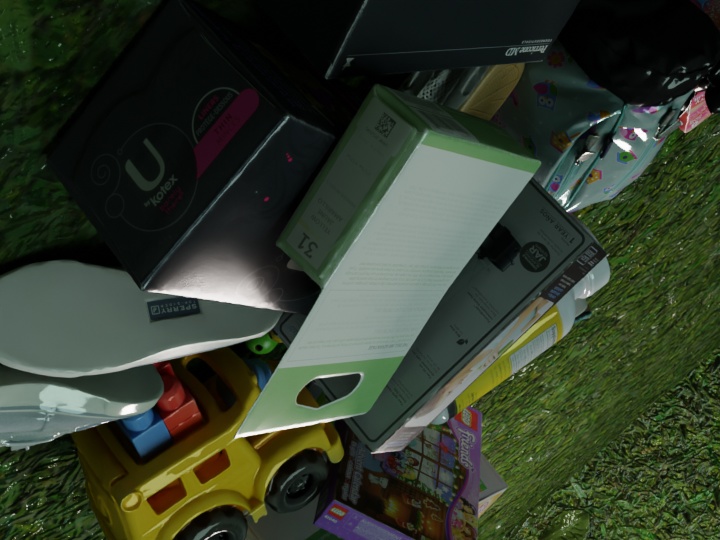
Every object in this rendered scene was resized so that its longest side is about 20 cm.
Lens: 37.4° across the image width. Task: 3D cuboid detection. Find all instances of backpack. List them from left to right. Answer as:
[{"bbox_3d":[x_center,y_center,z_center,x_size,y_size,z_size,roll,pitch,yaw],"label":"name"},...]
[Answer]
[{"bbox_3d":[0.155,-0.130,0.771,0.126,0.167,0.200,-10,151,-20],"label":"backpack"}]

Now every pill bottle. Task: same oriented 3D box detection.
[{"bbox_3d":[0.110,0.033,0.907,0.200,0.112,0.112,-34,157,-12],"label":"pill bottle"}]

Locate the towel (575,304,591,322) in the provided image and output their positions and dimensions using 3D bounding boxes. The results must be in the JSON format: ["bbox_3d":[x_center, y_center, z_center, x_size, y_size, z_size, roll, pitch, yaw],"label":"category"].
[{"bbox_3d":[0.132,0.080,1.138,0.146,0.022,0.200,-23,-177,-34],"label":"towel"}]

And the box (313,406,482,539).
[{"bbox_3d":[0.040,0.172,0.950,0.039,0.137,0.200,-55,-167,32],"label":"box"}]

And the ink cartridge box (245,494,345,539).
[{"bbox_3d":[-0.086,0.228,0.977,0.083,0.200,0.147,-30,156,-28],"label":"ink cartridge box"}]

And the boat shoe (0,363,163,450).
[{"bbox_3d":[-0.218,0.078,0.676,0.072,0.070,0.201,-48,149,23],"label":"boat shoe"}]

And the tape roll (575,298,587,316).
[{"bbox_3d":[0.127,0.053,1.066,0.202,0.037,0.203,-22,-179,1],"label":"tape roll"}]

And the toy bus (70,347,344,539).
[{"bbox_3d":[-0.127,0.117,0.830,0.200,0.136,0.192,-31,139,-21],"label":"toy bus"}]

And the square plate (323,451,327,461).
[{"bbox_3d":[-0.036,0.223,1.041,0.028,0.198,0.200,-27,154,-28],"label":"square plate"}]

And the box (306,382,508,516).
[{"bbox_3d":[0.033,0.186,1.073,0.101,0.200,0.113,-5,140,-53],"label":"box"}]

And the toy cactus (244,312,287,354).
[{"bbox_3d":[0.000,0.000,0.847,0.200,0.102,0.165,-53,165,10],"label":"toy cactus"}]

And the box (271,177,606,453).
[{"bbox_3d":[0.051,0.014,0.716,0.200,0.117,0.060,-46,160,10],"label":"box"}]

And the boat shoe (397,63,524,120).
[{"bbox_3d":[0.026,-0.087,0.734,0.200,0.069,0.071,-51,159,13],"label":"boat shoe"}]

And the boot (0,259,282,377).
[{"bbox_3d":[-0.155,0.035,0.688,0.199,0.073,0.090,-1,167,-30],"label":"boot"}]

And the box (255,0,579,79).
[{"bbox_3d":[0.057,-0.188,0.588,0.200,0.079,0.141,-15,144,-45],"label":"box"}]

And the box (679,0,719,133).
[{"bbox_3d":[0.320,-0.225,0.893,0.200,0.096,0.100,-38,158,-4],"label":"box"}]

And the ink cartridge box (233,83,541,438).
[{"bbox_3d":[0.006,0.000,0.610,0.200,0.048,0.145,-55,154,19],"label":"ink cartridge box"}]

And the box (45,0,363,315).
[{"bbox_3d":[-0.057,-0.055,0.621,0.122,0.106,0.200,-48,155,15],"label":"box"}]
